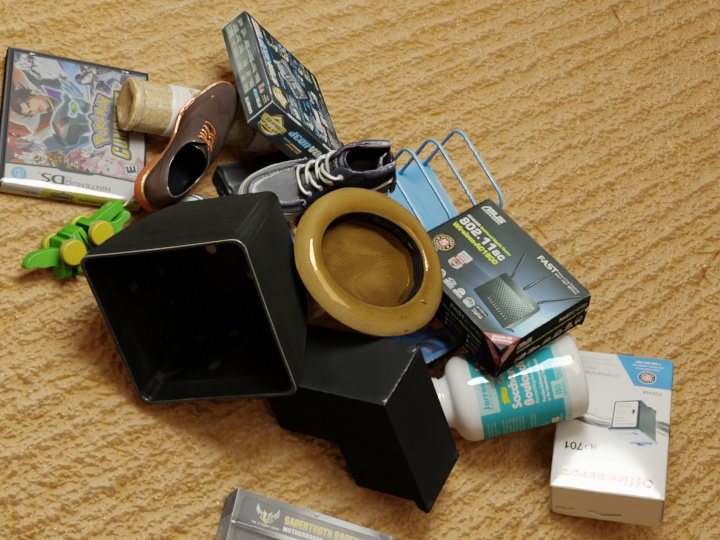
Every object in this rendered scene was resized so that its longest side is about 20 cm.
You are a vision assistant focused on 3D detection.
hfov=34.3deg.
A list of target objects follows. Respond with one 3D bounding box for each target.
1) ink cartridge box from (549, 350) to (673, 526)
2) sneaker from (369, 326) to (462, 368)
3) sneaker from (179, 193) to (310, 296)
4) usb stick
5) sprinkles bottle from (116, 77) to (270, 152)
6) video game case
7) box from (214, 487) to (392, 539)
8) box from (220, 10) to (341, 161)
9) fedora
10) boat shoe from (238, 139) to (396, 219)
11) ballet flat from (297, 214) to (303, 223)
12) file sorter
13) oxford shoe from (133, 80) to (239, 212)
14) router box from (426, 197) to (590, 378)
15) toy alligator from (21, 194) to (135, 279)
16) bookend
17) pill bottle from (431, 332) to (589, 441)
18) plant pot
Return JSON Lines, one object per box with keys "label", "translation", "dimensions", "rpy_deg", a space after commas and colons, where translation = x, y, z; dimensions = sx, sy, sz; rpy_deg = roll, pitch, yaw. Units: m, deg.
{"label": "ink cartridge box", "translation": [0.327, 0.215, 1.518], "dimensions": [0.146, 0.086, 0.201], "rpy_deg": [5, 56, 12]}
{"label": "sneaker", "translation": [0.061, 0.096, 1.495], "dimensions": [0.200, 0.066, 0.079], "rpy_deg": [-23, 74, -33]}
{"label": "sneaker", "translation": [-0.136, -0.038, 1.463], "dimensions": [0.200, 0.078, 0.080], "rpy_deg": [41, 57, -11]}
{"label": "usb stick", "translation": [-0.102, -0.135, 1.555], "dimensions": [0.199, 0.033, 0.056], "rpy_deg": [-18, 67, -32]}
{"label": "sprinkles bottle", "translation": [-0.209, -0.198, 1.496], "dimensions": [0.199, 0.068, 0.069], "rpy_deg": [5, 62, -33]}
{"label": "video game case", "translation": [-0.357, -0.177, 1.457], "dimensions": [0.180, 0.026, 0.201], "rpy_deg": [8, 62, -22]}
{"label": "box", "translation": [-0.071, 0.351, 1.310], "dimensions": [0.199, 0.048, 0.159], "rpy_deg": [20, 57, -16]}
{"label": "box", "translation": [-0.099, -0.224, 1.513], "dimensions": [0.159, 0.046, 0.200], "rpy_deg": [37, 25, -44]}
{"label": "fedora", "translation": [0.000, 0.000, 1.382], "dimensions": [0.200, 0.082, 0.201], "rpy_deg": [14, 61, -26]}
{"label": "boat shoe", "translation": [-0.050, -0.117, 1.412], "dimensions": [0.199, 0.093, 0.075], "rpy_deg": [-12, 74, -11]}
{"label": "ballet flat", "translation": [-0.035, -0.036, 1.519], "dimensions": [0.057, 0.066, 0.201], "rpy_deg": [-17, 81, -31]}
{"label": "file sorter", "translation": [0.068, -0.089, 1.559], "dimensions": [0.199, 0.123, 0.139], "rpy_deg": [-23, 76, -32]}
{"label": "oxford shoe", "translation": [-0.194, -0.153, 1.418], "dimensions": [0.071, 0.072, 0.201], "rpy_deg": [42, 62, -29]}
{"label": "router box", "translation": [0.164, 0.018, 1.450], "dimensions": [0.150, 0.062, 0.200], "rpy_deg": [-29, 59, -25]}
{"label": "toy alligator", "translation": [-0.312, -0.042, 1.392], "dimensions": [0.200, 0.059, 0.054], "rpy_deg": [-39, 126, -31]}
{"label": "bookend", "translation": [-0.007, 0.173, 1.391], "dimensions": [0.092, 0.198, 0.200], "rpy_deg": [-55, 139, -35]}
{"label": "pill bottle", "translation": [0.179, 0.150, 1.468], "dimensions": [0.199, 0.111, 0.111], "rpy_deg": [-14, 69, 0]}
{"label": "plant pot", "translation": [-0.163, 0.016, 1.328], "dimensions": [0.178, 0.199, 0.201], "rpy_deg": [-63, 142, -55]}
